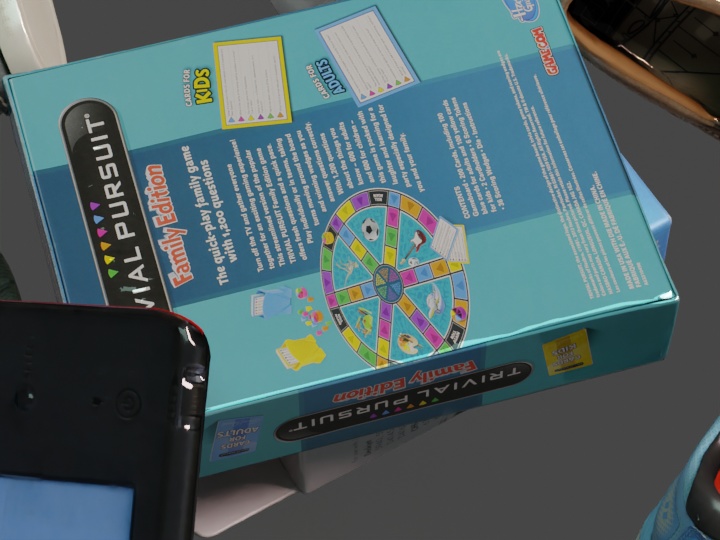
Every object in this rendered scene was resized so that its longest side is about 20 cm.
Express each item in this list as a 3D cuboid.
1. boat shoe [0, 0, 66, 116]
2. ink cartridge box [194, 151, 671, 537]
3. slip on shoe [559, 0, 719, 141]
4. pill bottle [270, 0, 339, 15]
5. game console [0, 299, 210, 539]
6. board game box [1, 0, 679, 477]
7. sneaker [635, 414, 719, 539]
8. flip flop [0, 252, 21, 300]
[{"bbox_3d":[-0.164,-0.143,0.941,0.062,0.073,0.200,-22,68,8],"label":"boat shoe"},{"bbox_3d":[0.000,0.000,0.938,0.200,0.067,0.116,-27,63,-16],"label":"ink cartridge box"},{"bbox_3d":[0.157,-0.071,0.952,0.200,0.076,0.061,32,32,-10],"label":"slip on shoe"},{"bbox_3d":[0.053,-0.172,1.019,0.200,0.111,0.111,-24,62,-15],"label":"pill bottle"},{"bbox_3d":[-0.135,0.108,0.814,0.177,0.031,0.200,2,84,29],"label":"game console"},{"bbox_3d":[-0.010,-0.018,0.881,0.200,0.047,0.151,-14,60,-8],"label":"board game box"},{"bbox_3d":[0.180,0.052,0.897,0.078,0.090,0.200,39,64,20],"label":"sneaker"},{"bbox_3d":[-0.149,0.076,0.898,0.081,0.058,0.200,-11,74,-18],"label":"flip flop"}]
